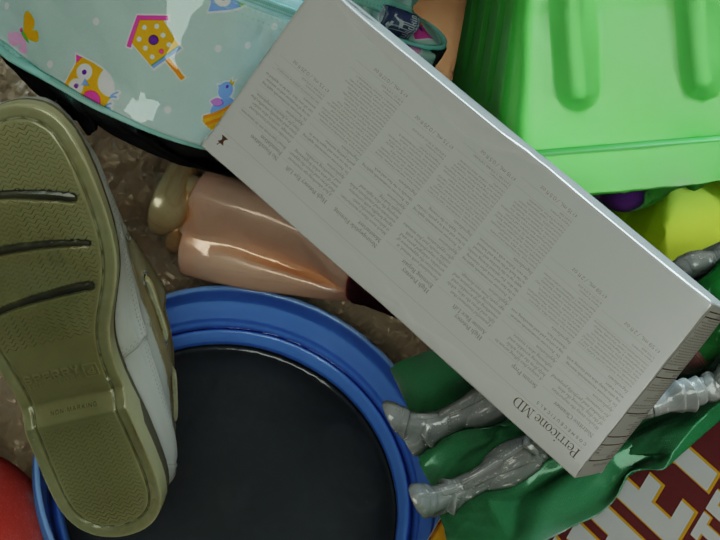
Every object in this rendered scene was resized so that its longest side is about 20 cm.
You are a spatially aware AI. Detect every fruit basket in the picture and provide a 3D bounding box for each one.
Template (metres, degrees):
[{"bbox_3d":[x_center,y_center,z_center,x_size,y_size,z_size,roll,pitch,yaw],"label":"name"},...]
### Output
[{"bbox_3d":[0.121,-0.047,0.795,0.153,0.216,0.219,-5,90,-2],"label":"fruit basket"}]

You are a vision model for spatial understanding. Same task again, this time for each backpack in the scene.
[{"bbox_3d":[-0.070,-0.125,0.786,0.175,0.199,0.155,36,114,29],"label":"backpack"}]

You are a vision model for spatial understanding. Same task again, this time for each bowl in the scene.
[{"bbox_3d":[-0.060,0.104,0.849,0.198,0.039,0.203,7,58,-11],"label":"bowl"}]

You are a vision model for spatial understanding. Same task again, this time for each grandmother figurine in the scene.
[{"bbox_3d":[0.000,0.000,0.855,0.198,0.121,0.061,19,88,12],"label":"grandmother figurine"}]

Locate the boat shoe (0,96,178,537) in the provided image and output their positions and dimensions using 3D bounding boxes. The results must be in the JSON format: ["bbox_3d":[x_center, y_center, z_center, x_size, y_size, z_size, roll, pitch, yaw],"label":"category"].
[{"bbox_3d":[-0.125,0.014,0.763,0.074,0.069,0.202,-4,115,10],"label":"boat shoe"}]

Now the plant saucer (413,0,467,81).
[{"bbox_3d":[0.064,-0.126,0.904,0.198,0.032,0.203,0,90,-1],"label":"plant saucer"}]

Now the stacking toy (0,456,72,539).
[{"bbox_3d":[-0.175,0.157,0.860,0.199,0.146,0.147,29,89,-17],"label":"stacking toy"}]

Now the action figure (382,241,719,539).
[{"bbox_3d":[0.107,0.038,0.708,0.199,0.055,0.119,-28,56,12],"label":"action figure"}]

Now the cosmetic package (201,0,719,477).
[{"bbox_3d":[0.038,-0.017,0.675,0.200,0.051,0.083,42,99,18],"label":"cosmetic package"}]

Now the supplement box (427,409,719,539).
[{"bbox_3d":[0.166,0.145,0.783,0.196,0.200,0.134,31,89,34],"label":"supplement box"}]
